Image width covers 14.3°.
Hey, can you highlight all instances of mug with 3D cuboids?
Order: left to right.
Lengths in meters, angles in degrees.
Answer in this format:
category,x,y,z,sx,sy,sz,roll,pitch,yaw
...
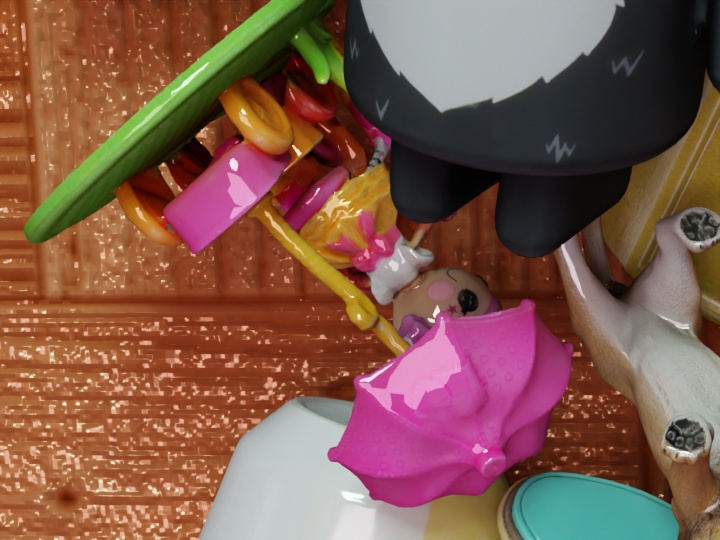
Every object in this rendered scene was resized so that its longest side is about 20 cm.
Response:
category,x,y,z,sx,sy,sz,roll,pitch,yaw
mug,0.009,0.137,1.128,0.186,0.149,0.153,12,96,-29

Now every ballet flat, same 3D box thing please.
category,x,y,z,sx,sy,sz,roll,pitch,yaw
ballet flat,0.138,0.141,1.067,0.200,0.069,0.063,25,143,9

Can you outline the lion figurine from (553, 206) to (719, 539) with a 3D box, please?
category,x,y,z,sx,sy,sz,roll,pitch,yaw
lion figurine,0.116,0.050,1.018,0.072,0.123,0.200,-15,57,-1

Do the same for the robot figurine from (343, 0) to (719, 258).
category,x,y,z,sx,sy,sz,roll,pitch,yaw
robot figurine,0.057,-0.108,0.936,0.150,0.125,0.200,0,117,-9

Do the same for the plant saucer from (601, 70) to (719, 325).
category,x,y,z,sx,sy,sz,roll,pitch,yaw
plant saucer,0.180,-0.016,1.024,0.200,0.200,0.048,29,61,7

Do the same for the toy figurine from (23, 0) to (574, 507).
category,x,y,z,sx,sy,sz,roll,pitch,yaw
toy figurine,0.000,0.000,1.058,0.150,0.200,0.184,-40,92,19
